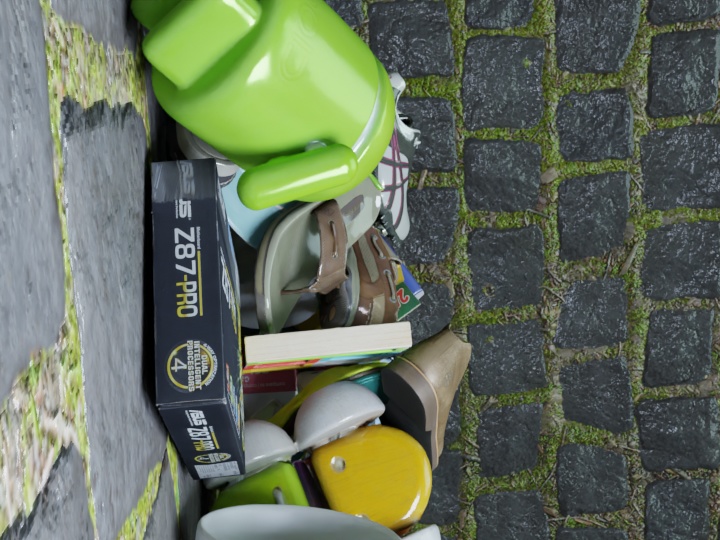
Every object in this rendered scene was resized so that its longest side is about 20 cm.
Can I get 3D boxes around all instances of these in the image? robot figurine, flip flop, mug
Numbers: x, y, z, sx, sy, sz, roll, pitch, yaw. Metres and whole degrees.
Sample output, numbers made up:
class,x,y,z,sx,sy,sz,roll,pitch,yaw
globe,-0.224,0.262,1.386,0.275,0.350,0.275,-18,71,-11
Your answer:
class,x,y,z,sx,sy,sz,roll,pitch,yaw
robot figurine,-0.054,-0.121,0.707,0.199,0.115,0.177,35,23,-46
flip flop,-0.027,-0.019,0.914,0.200,0.057,0.082,-45,140,-45
mug,-0.034,0.270,0.779,0.198,0.146,0.179,5,92,-50

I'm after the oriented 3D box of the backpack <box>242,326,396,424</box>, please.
class,x,y,z,sx,sy,sz,roll,pitch,yaw
backpack,-0.046,0.127,1.260,0.163,0.196,0.157,97,-9,-76

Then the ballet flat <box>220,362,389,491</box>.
class,x,y,z,sx,sy,sz,roll,pitch,yaw
ballet flat,-0.055,0.133,1.002,0.067,0.199,0.067,42,11,-44

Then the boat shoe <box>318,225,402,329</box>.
class,x,y,z,sx,sy,sz,roll,pitch,yaw
boat shoe,0.000,0.000,1.035,0.201,0.070,0.077,-93,-158,-55

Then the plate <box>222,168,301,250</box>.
class,x,y,z,sx,sy,sz,roll,pitch,yaw
plate,-0.080,-0.108,0.931,0.200,0.025,0.203,41,38,-43

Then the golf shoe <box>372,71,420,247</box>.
class,x,y,z,sx,sy,sz,roll,pitch,yaw
golf shoe,0.029,-0.105,1.100,0.077,0.087,0.201,50,-12,41

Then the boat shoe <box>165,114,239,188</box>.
class,x,y,z,sx,sy,sz,roll,pitch,yaw
boat shoe,-0.120,-0.124,0.822,0.063,0.072,0.202,-54,-153,35

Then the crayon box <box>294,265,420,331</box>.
class,x,y,z,sx,sy,sz,roll,pitch,yaw
crayon box,-0.042,-0.014,1.140,0.201,0.126,0.051,53,-5,18

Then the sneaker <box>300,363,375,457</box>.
class,x,y,z,sx,sy,sz,roll,pitch,yaw
sneaker,-0.004,0.148,1.089,0.095,0.078,0.204,-38,128,-64

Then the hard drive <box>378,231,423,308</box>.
class,x,y,z,sx,sy,sz,roll,pitch,yaw
hard drive,-0.041,-0.015,1.183,0.201,0.131,0.025,53,-2,19

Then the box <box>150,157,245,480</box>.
class,x,y,z,sx,sy,sz,roll,pitch,yaw
box,-0.109,0.042,0.755,0.201,0.048,0.164,94,-10,-67

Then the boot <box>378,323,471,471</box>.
class,x,y,z,sx,sy,sz,roll,pitch,yaw
boot,0.061,0.115,0.952,0.073,0.075,0.201,41,-23,19

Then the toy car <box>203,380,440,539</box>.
class,x,y,z,sx,sy,sz,roll,pitch,yaw
toy car,-0.035,0.205,0.936,0.150,0.197,0.178,97,-30,-74

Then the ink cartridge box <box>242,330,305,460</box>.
class,x,y,z,sx,sy,sz,roll,pitch,yaw
ink cartridge box,-0.096,0.171,1.110,0.146,0.083,0.205,-137,-137,-88

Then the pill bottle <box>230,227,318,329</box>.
class,x,y,z,sx,sy,sz,roll,pitch,yaw
pill bottle,-0.088,-0.056,1.032,0.117,0.114,0.203,90,-4,-61

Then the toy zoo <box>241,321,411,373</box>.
class,x,y,z,sx,sy,sz,roll,pitch,yaw
toy zoo,-0.037,0.068,0.920,0.200,0.128,0.021,135,-50,-78
